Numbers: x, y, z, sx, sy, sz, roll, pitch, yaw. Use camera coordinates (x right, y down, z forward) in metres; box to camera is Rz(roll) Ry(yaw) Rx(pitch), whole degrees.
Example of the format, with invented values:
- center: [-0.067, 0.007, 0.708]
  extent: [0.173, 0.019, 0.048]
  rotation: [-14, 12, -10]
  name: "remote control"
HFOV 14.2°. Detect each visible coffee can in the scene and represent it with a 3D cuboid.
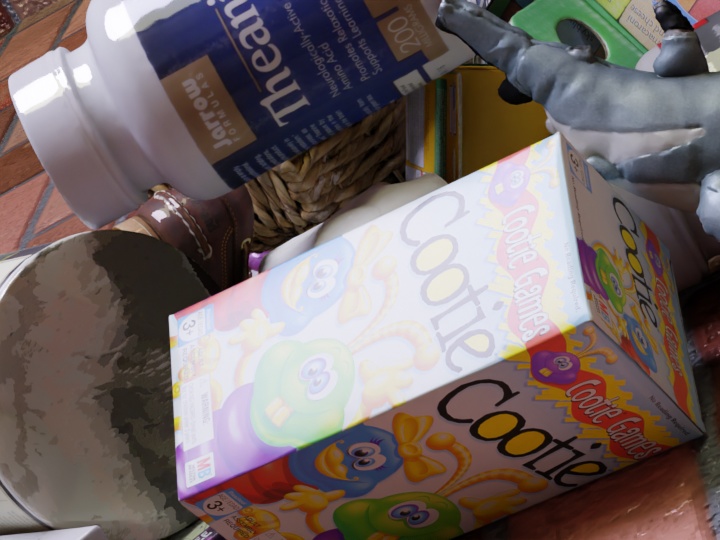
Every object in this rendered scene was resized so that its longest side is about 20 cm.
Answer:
- center: [-0.164, 0.064, 1.391]
  extent: [0.146, 0.146, 0.200]
  rotation: [-40, 16, -31]
  name: "coffee can"

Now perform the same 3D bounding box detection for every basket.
- center: [-0.048, -0.094, 1.550]
  extent: [0.149, 0.143, 0.200]
  rotation: [-15, 26, 39]
  name: "basket"

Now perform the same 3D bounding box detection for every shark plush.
- center: [0.132, -0.078, 1.251]
  extent: [0.200, 0.083, 0.091]
  rotation: [27, 22, 20]
  name: "shark plush"

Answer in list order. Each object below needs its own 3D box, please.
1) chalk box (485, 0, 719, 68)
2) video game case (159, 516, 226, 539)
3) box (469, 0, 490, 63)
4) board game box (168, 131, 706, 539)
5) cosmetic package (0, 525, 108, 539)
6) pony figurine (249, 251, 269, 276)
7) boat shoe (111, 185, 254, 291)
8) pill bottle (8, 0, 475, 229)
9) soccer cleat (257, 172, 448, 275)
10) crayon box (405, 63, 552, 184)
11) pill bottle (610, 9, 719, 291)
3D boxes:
- center: [0.155, -0.139, 1.458]
  extent: [0.200, 0.125, 0.124]
  rotation: [-27, -24, -50]
  name: "chalk box"
- center: [-0.052, 0.098, 1.414]
  extent: [0.200, 0.036, 0.181]
  rotation: [-37, 15, -22]
  name: "video game case"
- center: [0.082, -0.160, 1.595]
  extent: [0.041, 0.200, 0.119]
  rotation: [-3, -15, -7]
  name: "box"
- center: [0.029, 0.044, 1.231]
  extent: [0.200, 0.103, 0.105]
  rotation: [-25, 48, 21]
  name: "board game box"
- center: [-0.187, 0.180, 1.311]
  extent: [0.108, 0.085, 0.200]
  rotation: [-40, 16, -34]
  name: "cosmetic package"
- center: [-0.039, -0.040, 1.642]
  extent: [0.193, 0.167, 0.200]
  rotation: [2, 31, 33]
  name: "pony figurine"
- center: [-0.084, 0.017, 1.476]
  extent: [0.070, 0.070, 0.200]
  rotation: [-36, -16, -20]
  name: "boat shoe"
- center: [-0.055, -0.101, 1.316]
  extent: [0.200, 0.111, 0.111]
  rotation: [-29, 15, 5]
  name: "pill bottle"
- center: [0.000, 0.000, 1.375]
  extent: [0.078, 0.069, 0.200]
  rotation: [-41, 2, -14]
  name: "soccer cleat"
- center: [0.058, -0.037, 1.407]
  extent: [0.051, 0.126, 0.200]
  rotation: [-1, 5, -5]
  name: "crayon box"
- center: [0.198, -0.074, 1.335]
  extent: [0.200, 0.114, 0.114]
  rotation: [-29, 15, 5]
  name: "pill bottle"
